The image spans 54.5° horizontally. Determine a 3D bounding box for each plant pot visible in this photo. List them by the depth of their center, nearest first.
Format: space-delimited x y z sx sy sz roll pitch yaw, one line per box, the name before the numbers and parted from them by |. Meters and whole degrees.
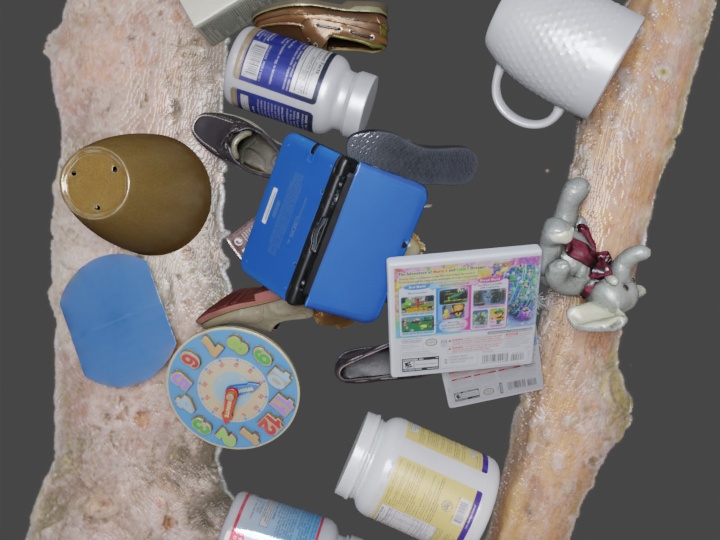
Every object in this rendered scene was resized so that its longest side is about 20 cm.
plant pot | -0.325 -0.112 0.977 0.186 0.200 0.187 0 92 3

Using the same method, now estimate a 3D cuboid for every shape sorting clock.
shape sorting clock | -0.188 0.176 1.028 0.200 0.039 0.200 0 111 1

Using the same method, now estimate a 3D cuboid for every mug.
mug | 0.259 -0.292 0.966 0.175 0.148 0.200 31 124 11

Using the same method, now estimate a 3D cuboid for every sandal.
sandal | 0.070 -0.156 1.004 0.200 0.043 0.076 7 109 -21

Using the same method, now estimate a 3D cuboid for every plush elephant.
plush elephant | 0.318 0.001 0.956 0.155 0.165 0.200 20 122 17

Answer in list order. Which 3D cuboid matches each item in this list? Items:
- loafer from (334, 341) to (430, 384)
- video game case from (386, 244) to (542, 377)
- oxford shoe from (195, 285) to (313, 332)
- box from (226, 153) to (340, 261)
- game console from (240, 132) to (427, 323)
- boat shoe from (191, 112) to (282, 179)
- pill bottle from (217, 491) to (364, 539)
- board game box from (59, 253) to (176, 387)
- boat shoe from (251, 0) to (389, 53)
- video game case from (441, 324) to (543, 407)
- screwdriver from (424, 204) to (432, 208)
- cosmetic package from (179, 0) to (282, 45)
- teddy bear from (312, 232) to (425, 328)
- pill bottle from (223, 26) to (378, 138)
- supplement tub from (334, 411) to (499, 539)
loafer | 0.059 0.131 1.023 0.200 0.063 0.072 -14 92 5
video game case | 0.136 0.057 0.933 0.200 0.024 0.182 -5 120 -3
oxford shoe | -0.156 0.065 1.013 0.200 0.070 0.075 -17 109 34
box | -0.085 -0.078 1.010 0.200 0.100 0.075 -38 90 5
game console | -0.039 -0.054 0.916 0.171 0.118 0.200 31 105 36
boat shoe | -0.168 -0.182 1.018 0.200 0.065 0.072 31 94 15
pill bottle | -0.101 0.404 1.020 0.200 0.109 0.109 16 93 4
board game box | -0.363 0.076 1.068 0.158 0.039 0.200 -22 85 10
boat shoe | -0.058 -0.347 1.013 0.200 0.072 0.068 -1 91 5
video game case | 0.178 0.101 0.989 0.143 0.018 0.200 -12 120 4
screwdriver | -0.003 -0.075 0.946 0.200 0.028 0.029 -14 68 -1
cosmetic package | -0.161 -0.421 1.004 0.200 0.103 0.087 -29 90 3
teddy bear | 0.000 0.000 0.997 0.145 0.200 0.067 2 49 -26
pill bottle | -0.082 -0.261 0.995 0.200 0.116 0.116 20 93 3
supplement tub | 0.079 0.296 0.985 0.200 0.145 0.145 23 93 4
